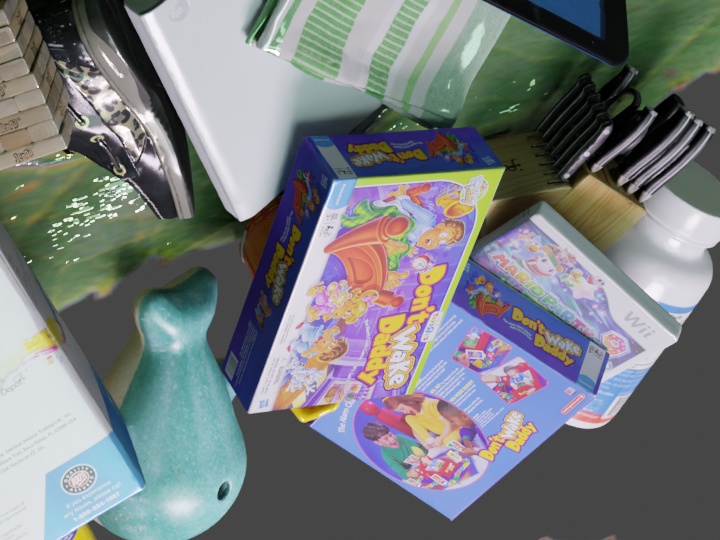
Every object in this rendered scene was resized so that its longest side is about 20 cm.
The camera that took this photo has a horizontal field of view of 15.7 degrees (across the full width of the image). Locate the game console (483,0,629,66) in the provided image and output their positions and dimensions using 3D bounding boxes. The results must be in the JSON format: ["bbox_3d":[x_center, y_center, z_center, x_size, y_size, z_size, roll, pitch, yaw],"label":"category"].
[{"bbox_3d":[0.136,-0.251,1.640,0.199,0.119,0.171,20,119,-44],"label":"game console"}]

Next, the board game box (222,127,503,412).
[{"bbox_3d":[0.000,0.000,1.739,0.134,0.045,0.201,-6,133,-32],"label":"board game box"}]

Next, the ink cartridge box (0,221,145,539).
[{"bbox_3d":[-0.253,0.068,1.636,0.146,0.146,0.201,-30,113,-2],"label":"ink cartridge box"}]

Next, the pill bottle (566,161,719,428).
[{"bbox_3d":[0.192,0.010,1.946,0.112,0.112,0.201,10,124,-39],"label":"pill bottle"}]

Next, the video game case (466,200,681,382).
[{"bbox_3d":[0.112,0.040,1.875,0.143,0.018,0.200,41,135,-17],"label":"video game case"}]

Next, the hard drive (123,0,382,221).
[{"bbox_3d":[-0.062,-0.137,1.640,0.132,0.026,0.200,-41,142,-14],"label":"hard drive"}]

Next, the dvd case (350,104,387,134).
[{"bbox_3d":[-0.013,-0.158,1.711,0.200,0.025,0.150,-44,139,12],"label":"dvd case"}]

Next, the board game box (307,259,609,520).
[{"bbox_3d":[0.069,0.087,1.895,0.134,0.045,0.200,34,137,-10],"label":"board game box"}]

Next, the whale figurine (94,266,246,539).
[{"bbox_3d":[-0.128,0.101,1.828,0.159,0.103,0.201,-23,133,-49],"label":"whale figurine"}]

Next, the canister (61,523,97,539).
[{"bbox_3d":[-0.270,0.181,1.843,0.148,0.087,0.201,-27,141,-6],"label":"canister"}]

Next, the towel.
[{"bbox_3d":[0.029,-0.177,1.657,0.199,0.023,0.153,18,104,-49],"label":"towel"}]

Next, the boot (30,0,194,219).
[{"bbox_3d":[-0.194,-0.088,1.620,0.153,0.074,0.204,-16,143,6],"label":"boot"}]

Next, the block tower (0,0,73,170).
[{"bbox_3d":[-0.228,-0.158,1.486,0.057,0.054,0.201,-17,115,9],"label":"block tower"}]

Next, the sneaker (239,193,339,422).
[{"bbox_3d":[-0.037,0.024,1.841,0.073,0.077,0.201,-21,137,-10],"label":"sneaker"}]

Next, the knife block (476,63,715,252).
[{"bbox_3d":[0.163,-0.051,1.879,0.174,0.064,0.201,-10,136,-8],"label":"knife block"}]
